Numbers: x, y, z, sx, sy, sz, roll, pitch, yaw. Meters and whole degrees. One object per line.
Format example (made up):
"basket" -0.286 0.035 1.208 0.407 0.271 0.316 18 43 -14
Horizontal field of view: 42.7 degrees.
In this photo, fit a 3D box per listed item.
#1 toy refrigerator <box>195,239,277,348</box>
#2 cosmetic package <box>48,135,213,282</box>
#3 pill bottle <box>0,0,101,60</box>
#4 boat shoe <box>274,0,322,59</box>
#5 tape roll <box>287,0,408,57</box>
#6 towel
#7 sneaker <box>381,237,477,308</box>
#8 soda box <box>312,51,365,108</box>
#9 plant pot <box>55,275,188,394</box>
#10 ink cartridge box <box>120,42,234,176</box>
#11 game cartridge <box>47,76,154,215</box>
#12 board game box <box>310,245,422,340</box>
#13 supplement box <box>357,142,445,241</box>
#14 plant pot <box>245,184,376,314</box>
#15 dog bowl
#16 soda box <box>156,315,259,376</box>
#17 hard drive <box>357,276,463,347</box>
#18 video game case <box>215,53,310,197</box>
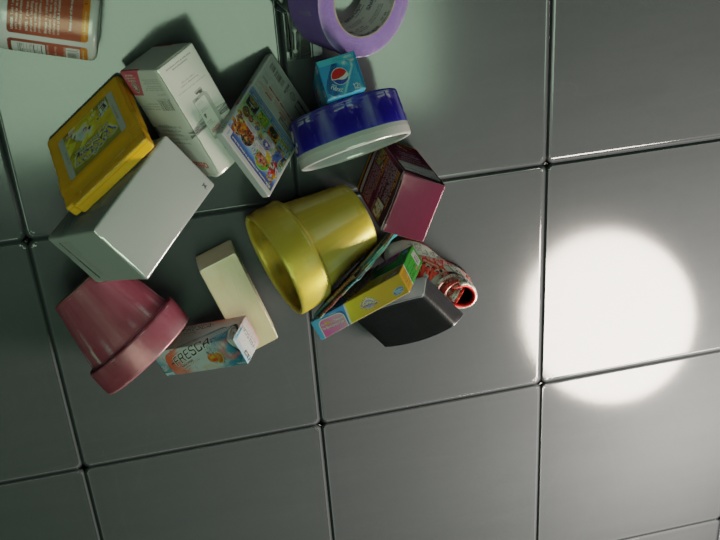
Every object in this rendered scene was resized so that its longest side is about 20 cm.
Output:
"toy refrigerator" -0.233 0.050 1.740 0.075 0.070 0.202 -26 120 -4
"cosmetic package" -0.378 -0.097 1.515 0.123 0.198 0.201 46 61 -29
"pill bottle" -0.508 -0.397 1.435 0.196 0.113 0.114 5 114 -15
"boat shoe" -0.112 -0.450 1.530 0.067 0.072 0.203 -14 125 -8
"tape roll" -0.017 -0.454 1.491 0.198 0.084 0.203 -23 126 -36
"towel" 0.000 0.000 1.683 0.022 0.200 0.147 42 132 -1
"sneaker" 0.138 0.007 1.782 0.199 0.108 0.068 25 108 -22
"soda box" -0.038 -0.306 1.537 0.067 0.200 0.065 -18 93 -4
"plant pot" -0.438 0.088 1.652 0.199 0.200 0.179 -40 102 8
"ink cartridge box" -0.289 -0.265 1.524 0.083 0.145 0.202 -43 122 -24
"game cartridge" -0.427 -0.205 1.499 0.176 0.201 0.032 -41 135 9
"board game box" 0.013 0.040 1.714 0.198 0.153 0.041 -30 102 21
"supplement box" 0.069 -0.148 1.639 0.084 0.201 0.112 15 111 -20
"plant pot" -0.081 -0.055 1.664 0.187 0.200 0.203 -31 119 -14
"dog bowl" -0.019 -0.236 1.555 0.197 0.200 0.080 -19 93 -4
"soda box" -0.290 0.142 1.720 0.197 0.069 0.064 -12 123 28
"hard drive" 0.086 0.086 1.785 0.198 0.043 0.135 -21 127 40
"video game case" -0.157 -0.245 1.554 0.018 0.202 0.144 -5 136 36
